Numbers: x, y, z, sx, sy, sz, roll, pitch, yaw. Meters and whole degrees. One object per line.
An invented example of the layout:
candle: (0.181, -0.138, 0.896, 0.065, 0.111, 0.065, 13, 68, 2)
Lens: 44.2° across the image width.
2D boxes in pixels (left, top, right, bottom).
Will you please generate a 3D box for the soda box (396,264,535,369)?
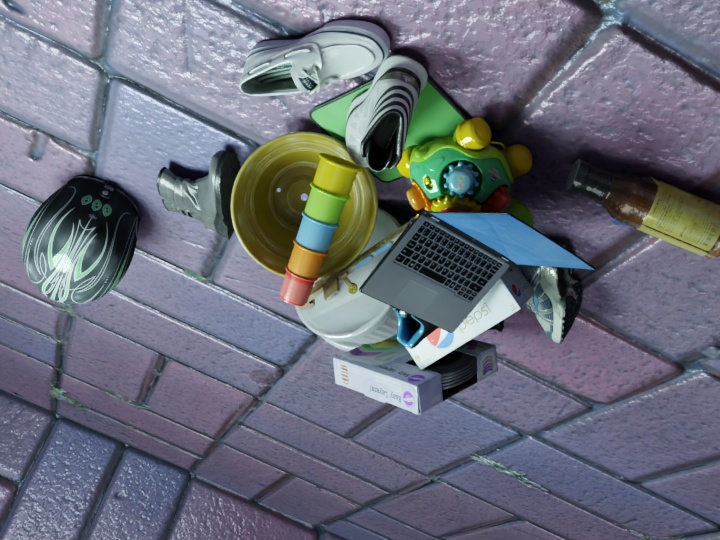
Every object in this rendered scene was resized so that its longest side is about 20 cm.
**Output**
soda box: (0.147, 0.062, 1.263, 0.199, 0.064, 0.068, -37, 87, 36)

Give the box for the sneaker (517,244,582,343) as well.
sneaker: (0.267, 0.026, 1.286, 0.086, 0.078, 0.201, 18, 146, 31)

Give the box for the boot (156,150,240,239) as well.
boot: (-0.254, -0.127, 1.358, 0.130, 0.070, 0.201, 23, 147, 6)

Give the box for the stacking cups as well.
stacking cups: (-0.063, -0.052, 1.171, 0.060, 0.202, 0.061, 21, -166, -6)

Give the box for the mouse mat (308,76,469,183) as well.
mouse mat: (0.046, -0.180, 1.128, 0.161, 0.008, 0.199, 39, 147, -30)

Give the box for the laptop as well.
laptop: (0.140, 0.010, 1.071, 0.186, 0.116, 0.201, 25, 111, -41)

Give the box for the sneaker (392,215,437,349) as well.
sneaker: (0.081, 0.020, 1.163, 0.073, 0.082, 0.202, 22, 139, 29)

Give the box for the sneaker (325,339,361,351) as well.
sneaker: (0.026, 0.142, 1.621, 0.198, 0.074, 0.112, 8, 148, 20)

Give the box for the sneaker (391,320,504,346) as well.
sneaker: (0.125, 0.079, 1.363, 0.198, 0.081, 0.072, -15, 143, 7)

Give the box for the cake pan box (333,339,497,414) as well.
cake pan box: (0.087, 0.148, 1.374, 0.199, 0.183, 0.053, 13, 117, 48)

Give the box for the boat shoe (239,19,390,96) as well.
boat shoe: (-0.056, -0.235, 1.038, 0.198, 0.067, 0.074, -3, 144, 37)

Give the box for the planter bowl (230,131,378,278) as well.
planter bowl: (-0.078, -0.096, 1.231, 0.199, 0.202, 0.084, 26, -168, -11)

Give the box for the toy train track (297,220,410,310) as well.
toy train track: (0.000, 0.000, 1.225, 0.199, 0.115, 0.033, -35, 110, 10)

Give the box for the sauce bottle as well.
sauce bottle: (0.342, -0.078, 1.050, 0.198, 0.067, 0.066, 23, 151, -3)

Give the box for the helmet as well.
helmet: (-0.480, -0.041, 1.515, 0.198, 0.192, 0.201, 15, 150, 9)

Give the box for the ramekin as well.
ramekin: (0.004, 0.015, 1.301, 0.200, 0.205, 0.094, -1, 160, 34)

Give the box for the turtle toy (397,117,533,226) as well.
turtle toy: (0.140, -0.098, 1.103, 0.199, 0.102, 0.145, 25, 154, -32)

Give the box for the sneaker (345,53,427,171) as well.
sneaker: (0.013, -0.157, 1.062, 0.075, 0.116, 0.201, 23, 151, -6)
